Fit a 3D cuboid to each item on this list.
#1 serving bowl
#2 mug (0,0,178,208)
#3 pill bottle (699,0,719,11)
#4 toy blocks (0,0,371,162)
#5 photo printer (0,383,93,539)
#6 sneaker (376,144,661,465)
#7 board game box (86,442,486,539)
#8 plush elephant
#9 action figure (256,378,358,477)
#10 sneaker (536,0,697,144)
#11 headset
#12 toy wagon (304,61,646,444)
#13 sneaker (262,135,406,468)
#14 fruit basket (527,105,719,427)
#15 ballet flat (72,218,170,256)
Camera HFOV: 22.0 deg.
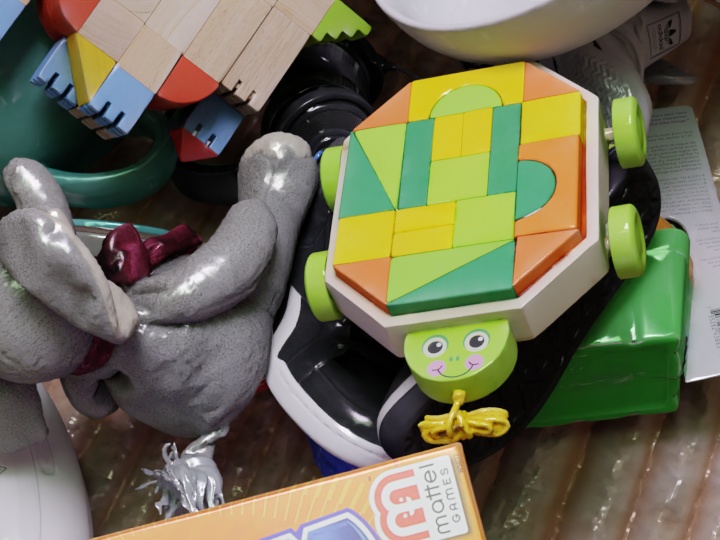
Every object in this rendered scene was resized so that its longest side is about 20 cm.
[{"bbox_3d":[0.102,-0.175,0.931,0.199,0.066,0.201,-24,41,23],"label":"serving bowl"},{"bbox_3d":[-0.199,-0.107,1.030,0.114,0.153,0.185,-41,33,-15],"label":"mug"},{"bbox_3d":[0.238,-0.185,1.010,0.199,0.114,0.115,20,51,-29],"label":"pill bottle"},{"bbox_3d":[-0.114,-0.130,0.956,0.200,0.100,0.137,37,77,-17],"label":"toy blocks"},{"bbox_3d":[-0.235,0.134,0.930,0.198,0.070,0.167,-16,56,-7],"label":"photo printer"},{"bbox_3d":[0.064,0.011,0.889,0.083,0.072,0.200,24,63,39],"label":"sneaker"},{"bbox_3d":[-0.030,0.205,0.752,0.198,0.200,0.201,-14,75,-2],"label":"board game box"},{"bbox_3d":[-0.127,0.015,0.887,0.164,0.154,0.201,-36,36,34],"label":"plush elephant"},{"bbox_3d":[-0.018,0.122,0.919,0.099,0.065,0.200,-33,58,-22],"label":"action figure"},{"bbox_3d":[0.143,-0.121,1.017,0.114,0.076,0.200,-11,25,-12],"label":"sneaker"},{"bbox_3d":[-0.024,-0.105,1.038,0.198,0.094,0.124,-13,38,13],"label":"headset"},{"bbox_3d":[0.051,-0.013,0.837,0.154,0.040,0.201,-9,46,18],"label":"toy wagon"},{"bbox_3d":[0.000,0.000,0.922,0.073,0.112,0.200,20,25,-27],"label":"sneaker"},{"bbox_3d":[0.104,-0.007,0.990,0.184,0.094,0.201,-7,41,2],"label":"fruit basket"},{"bbox_3d":[-0.196,-0.003,1.034,0.198,0.067,0.064,8,85,13],"label":"ballet flat"}]
